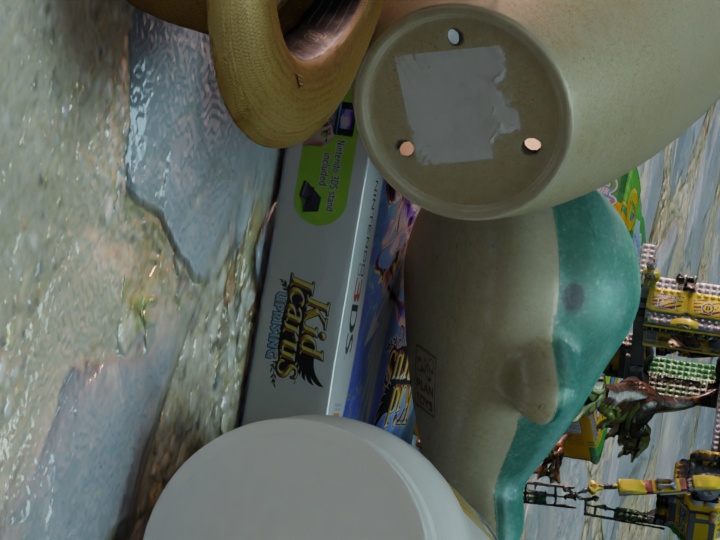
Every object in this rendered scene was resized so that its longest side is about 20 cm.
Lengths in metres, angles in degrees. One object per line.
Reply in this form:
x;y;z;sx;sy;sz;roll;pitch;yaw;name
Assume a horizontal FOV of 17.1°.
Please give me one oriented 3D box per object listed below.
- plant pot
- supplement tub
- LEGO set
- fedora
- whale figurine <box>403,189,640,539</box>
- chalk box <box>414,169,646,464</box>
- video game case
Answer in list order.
0.069;-0.103;1.047;0.200;0.186;0.188;-52;148;-59;plant pot
-0.012;0.144;1.055;0.200;0.144;0.145;52;48;-70;supplement tub
0.125;0.053;1.267;0.116;0.199;0.154;86;24;-50;LEGO set
-0.042;-0.144;0.892;0.201;0.081;0.202;11;90;-74;fedora
0.080;0.045;1.180;0.159;0.103;0.201;-152;-115;-68;whale figurine
0.100;-0.005;1.444;0.124;0.124;0.201;69;32;-64;chalk box
0.000;0.000;1.214;0.200;0.045;0.182;12;88;-76;video game case
